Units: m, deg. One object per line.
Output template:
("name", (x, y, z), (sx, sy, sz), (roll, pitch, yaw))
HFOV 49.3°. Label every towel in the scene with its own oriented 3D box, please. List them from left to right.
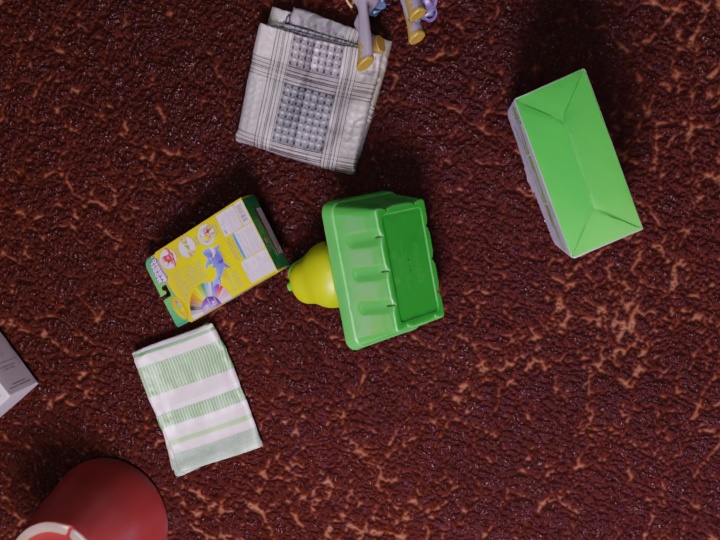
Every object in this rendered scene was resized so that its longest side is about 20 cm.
("towel", (-0.250, 0.195, 1.190), (0.149, 0.023, 0.204), (-20, 92, 9))
("towel", (-0.069, -0.256, 1.109), (0.188, 0.035, 0.205), (17, 98, 7))

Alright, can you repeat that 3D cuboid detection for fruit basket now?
("fruit basket", (0.000, 0.000, 1.093), (0.214, 0.153, 0.221), (20, 117, 47))

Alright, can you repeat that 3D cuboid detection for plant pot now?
("plant pot", (-0.408, 0.403, 1.158), (0.195, 0.177, 0.206), (1, 96, 9))

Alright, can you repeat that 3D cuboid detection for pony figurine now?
("pony figurine", (0.027, -0.395, 1.025), (0.192, 0.165, 0.204), (-34, 73, 36))

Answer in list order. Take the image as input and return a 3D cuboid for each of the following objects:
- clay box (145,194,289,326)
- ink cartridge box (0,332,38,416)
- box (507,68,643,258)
("clay box", (-0.211, -0.011, 1.137), (0.197, 0.047, 0.117), (-28, 90, 24))
("ink cartridge box", (-0.624, 0.145, 1.210), (0.143, 0.084, 0.201), (-38, 89, 11))
("box", (0.263, -0.133, 1.000), (0.095, 0.176, 0.204), (-21, 92, 10))
